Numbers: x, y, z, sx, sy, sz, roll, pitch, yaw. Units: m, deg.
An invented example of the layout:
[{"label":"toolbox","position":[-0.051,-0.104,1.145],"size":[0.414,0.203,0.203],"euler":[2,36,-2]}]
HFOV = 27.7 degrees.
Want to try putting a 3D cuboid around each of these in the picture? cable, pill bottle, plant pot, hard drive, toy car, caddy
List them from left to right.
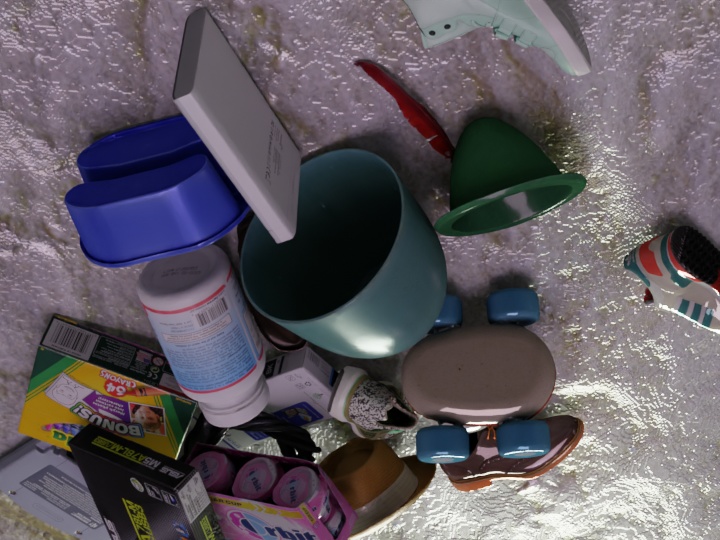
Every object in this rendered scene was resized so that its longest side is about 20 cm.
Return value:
[{"label":"caddy","position":[-0.206,-0.075,1.502],"size":[0.198,0.142,0.106],"euler":[-12,129,14]},{"label":"pill bottle","position":[-0.171,0.076,1.653],"size":[0.107,0.109,0.201],"euler":[-10,124,12]},{"label":"hard drive","position":[-0.118,-0.140,1.437],"size":[0.026,0.133,0.201],"euler":[-18,132,19]},{"label":"cable","position":[-0.138,0.232,1.822],"size":[0.161,0.051,0.201],"euler":[15,136,-11]},{"label":"plant pot","position":[0.000,0.000,1.536],"size":[0.199,0.202,0.161],"euler":[-23,141,23]},{"label":"toy car","position":[0.141,0.137,1.713],"size":[0.175,0.187,0.200],"euler":[-4,164,5]}]

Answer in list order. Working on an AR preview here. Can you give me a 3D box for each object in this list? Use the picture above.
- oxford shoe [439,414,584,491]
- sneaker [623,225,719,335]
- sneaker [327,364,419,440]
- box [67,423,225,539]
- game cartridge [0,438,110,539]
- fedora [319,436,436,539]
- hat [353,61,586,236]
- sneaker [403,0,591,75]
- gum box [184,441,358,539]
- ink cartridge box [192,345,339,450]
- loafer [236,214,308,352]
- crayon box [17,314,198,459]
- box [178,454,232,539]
[{"label":"oxford shoe","position":[0.184,0.219,1.829],"size":[0.199,0.072,0.073],"euler":[-24,124,24]},{"label":"sneaker","position":[0.374,0.024,1.640],"size":[0.093,0.071,0.199],"euler":[-17,137,42]},{"label":"sneaker","position":[0.032,0.174,1.730],"size":[0.088,0.078,0.200],"euler":[26,178,27]},{"label":"box","position":[-0.245,0.293,1.749],"size":[0.192,0.048,0.202],"euler":[14,134,35]},{"label":"game cartridge","position":[-0.387,0.293,1.948],"size":[0.132,0.042,0.200],"euler":[-27,128,31]},{"label":"fedora","position":[0.001,0.261,1.817],"size":[0.199,0.201,0.082],"euler":[-26,101,25]},{"label":"hat","position":[0.126,-0.145,1.506],"size":[0.164,0.178,0.200],"euler":[-21,168,19]},{"label":"sneaker","position":[0.122,-0.235,1.373],"size":[0.118,0.074,0.200],"euler":[-38,113,25]},{"label":"gum box","position":[-0.108,0.274,1.727],"size":[0.198,0.067,0.114],"euler":[4,143,34]},{"label":"ink cartridge box","position":[-0.110,0.159,1.789],"size":[0.199,0.039,0.099],"euler":[-22,130,33]},{"label":"loafer","position":[-0.102,0.029,1.647],"size":[0.072,0.072,0.201],"euler":[-9,134,11]},{"label":"crayon box","position":[-0.303,0.161,1.776],"size":[0.198,0.059,0.173],"euler":[21,132,-4]},{"label":"box","position":[-0.215,0.357,1.949],"size":[0.141,0.079,0.200],"euler":[-40,125,8]}]
